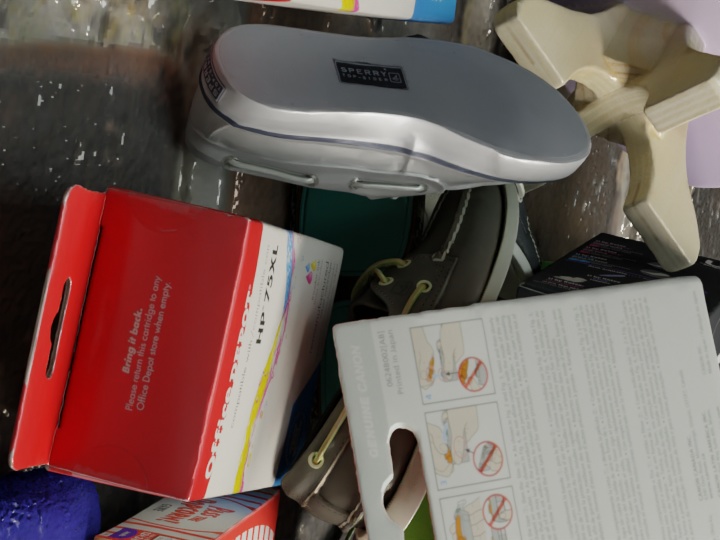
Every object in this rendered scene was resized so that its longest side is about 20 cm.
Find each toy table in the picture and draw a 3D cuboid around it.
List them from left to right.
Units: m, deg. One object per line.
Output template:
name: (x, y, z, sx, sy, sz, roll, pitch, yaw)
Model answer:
toy table: (0.154, -0.106, 1.039, 0.200, 0.184, 0.117, 44, 47, -8)

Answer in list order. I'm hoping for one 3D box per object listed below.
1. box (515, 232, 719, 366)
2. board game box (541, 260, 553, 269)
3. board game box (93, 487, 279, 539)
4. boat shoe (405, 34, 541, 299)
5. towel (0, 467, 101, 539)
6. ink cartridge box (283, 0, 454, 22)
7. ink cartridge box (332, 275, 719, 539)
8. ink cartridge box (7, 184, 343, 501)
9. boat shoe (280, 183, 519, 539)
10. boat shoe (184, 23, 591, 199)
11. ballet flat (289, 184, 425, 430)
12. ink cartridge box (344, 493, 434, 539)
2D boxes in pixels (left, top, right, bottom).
box: (0.157, 0.059, 1.047, 0.200, 0.105, 0.124, -25, 127, -67)
board game box: (0.137, 0.097, 1.197, 0.134, 0.029, 0.203, 7, 94, -57)
board game box: (-0.089, 0.207, 0.809, 0.151, 0.046, 0.203, -20, 118, -77)
boat shoe: (0.062, -0.050, 0.986, 0.061, 0.075, 0.200, -60, 145, -18)
towel: (-0.186, 0.158, 0.686, 0.199, 0.049, 0.149, -11, 115, -57)
ink cartridge box: (-0.028, -0.178, 0.794, 0.199, 0.067, 0.118, -6, 104, -57)
ink cartridge box: (0.081, 0.094, 0.801, 0.198, 0.047, 0.162, -6, 82, -26)
ink cartridge box: (-0.072, 0.033, 0.754, 0.200, 0.066, 0.118, 13, 88, -76)
boat shoe: (0.022, 0.030, 0.842, 0.072, 0.060, 0.203, -48, -162, 61)
boat shoe: (0.013, -0.068, 0.842, 0.066, 0.198, 0.074, 123, -31, -45)
ballet flat: (0.000, 0.000, 0.926, 0.074, 0.074, 0.203, -17, 116, -55)
ink cartridge box: (0.043, 0.134, 0.916, 0.149, 0.075, 0.200, -63, -177, -26)
